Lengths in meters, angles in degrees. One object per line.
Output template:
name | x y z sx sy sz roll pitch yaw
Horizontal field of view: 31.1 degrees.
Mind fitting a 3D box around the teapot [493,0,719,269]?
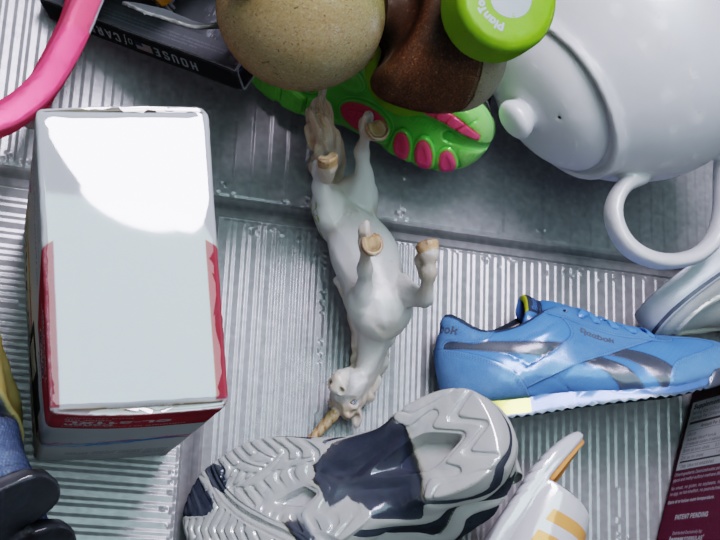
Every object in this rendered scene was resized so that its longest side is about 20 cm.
teapot | 0.153 -0.126 0.827 0.146 0.197 0.200 -36 45 -19

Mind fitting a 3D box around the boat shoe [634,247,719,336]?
boat shoe | 0.284 0.020 0.888 0.202 0.075 0.086 -20 66 -29

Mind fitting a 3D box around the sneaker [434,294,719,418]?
sneaker | 0.146 0.049 0.823 0.200 0.066 0.078 -5 82 -9

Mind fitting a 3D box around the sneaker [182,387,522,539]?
sneaker | 0.006 0.135 0.764 0.199 0.130 0.080 -26 61 11

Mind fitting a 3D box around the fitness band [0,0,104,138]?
fitness band | -0.222 -0.159 0.726 0.144 0.037 0.200 27 61 -18

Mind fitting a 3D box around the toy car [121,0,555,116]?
toy car | -0.024 -0.159 0.691 0.200 0.164 0.158 -5 86 -17

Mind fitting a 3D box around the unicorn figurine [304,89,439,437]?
unicorn figurine | 0.000 0.000 0.779 0.074 0.137 0.200 3 60 -8

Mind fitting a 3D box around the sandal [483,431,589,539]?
sandal | 0.089 0.193 0.771 0.059 0.079 0.207 32 75 13

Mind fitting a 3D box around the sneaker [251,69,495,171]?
sneaker | -0.002 -0.134 0.842 0.200 0.077 0.084 33 33 -2

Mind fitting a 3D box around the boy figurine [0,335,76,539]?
boy figurine | -0.207 0.063 0.664 0.064 0.124 0.200 -23 48 -19

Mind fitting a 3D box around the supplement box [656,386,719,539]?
supplement box | 0.260 0.177 0.833 0.110 0.086 0.200 23 70 -11

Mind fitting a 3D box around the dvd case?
dvd case | -0.085 -0.214 0.811 0.150 0.025 0.200 23 66 21

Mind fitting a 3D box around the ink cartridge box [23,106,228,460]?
ink cartridge box | -0.130 0.018 0.677 0.083 0.200 0.146 -2 76 -17

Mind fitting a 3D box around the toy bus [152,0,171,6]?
toy bus | -0.065 -0.246 0.754 0.065 0.078 0.200 46 70 -16
